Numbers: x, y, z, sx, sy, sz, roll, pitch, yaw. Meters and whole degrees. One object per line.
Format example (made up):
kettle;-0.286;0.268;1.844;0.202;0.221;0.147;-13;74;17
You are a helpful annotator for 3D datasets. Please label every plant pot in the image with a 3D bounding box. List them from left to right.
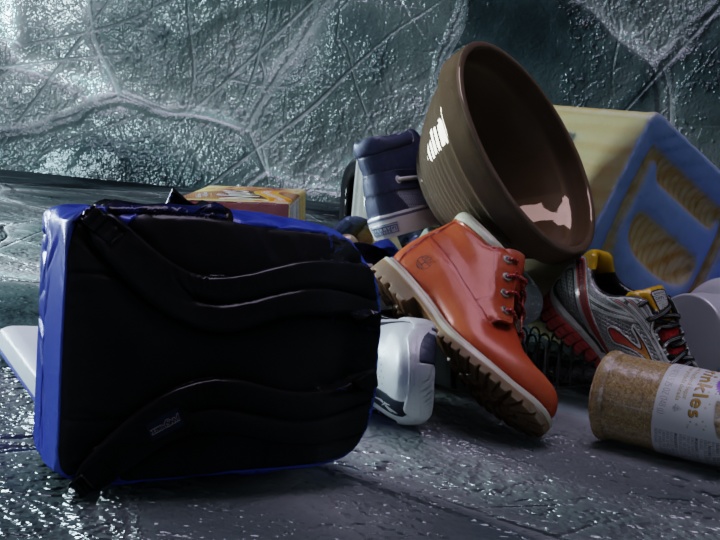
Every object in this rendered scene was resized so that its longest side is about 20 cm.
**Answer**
plant pot;0.113;-0.088;1.047;0.092;0.203;0.200;-28;-13;32

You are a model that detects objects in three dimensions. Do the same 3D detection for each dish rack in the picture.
dish rack;0.126;0.073;1.063;0.198;0.055;0.153;1;10;-38

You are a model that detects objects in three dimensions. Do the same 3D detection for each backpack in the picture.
backpack;-0.094;0.034;0.735;0.197;0.165;0.167;1;8;-23

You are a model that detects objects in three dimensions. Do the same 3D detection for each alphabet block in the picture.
alphabet block;0.237;-0.034;1.204;0.195;0.198;0.199;35;-10;-30

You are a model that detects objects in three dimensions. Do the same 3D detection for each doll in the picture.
doll;0.000;0.000;1.066;0.134;0.049;0.200;-8;10;10

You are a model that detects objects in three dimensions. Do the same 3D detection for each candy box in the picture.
candy box;-0.122;-0.055;1.265;0.113;0.056;0.200;2;8;2

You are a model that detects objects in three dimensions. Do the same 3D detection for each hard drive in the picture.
hard drive;-0.185;0.075;0.890;0.130;0.026;0.199;3;8;-26

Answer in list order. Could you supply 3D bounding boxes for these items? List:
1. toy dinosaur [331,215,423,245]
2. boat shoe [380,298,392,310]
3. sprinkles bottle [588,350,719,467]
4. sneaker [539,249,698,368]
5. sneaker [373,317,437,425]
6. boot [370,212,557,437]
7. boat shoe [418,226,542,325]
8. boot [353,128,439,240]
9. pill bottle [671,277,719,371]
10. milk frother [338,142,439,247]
toy dinosaur;0.024;-0.053;1.279;0.180;0.106;0.200;-26;-2;-25
boat shoe;0.071;0.052;1.154;0.198;0.073;0.069;8;25;-38
sprinkles bottle;0.263;0.107;0.847;0.198;0.069;0.068;10;8;32
sneaker;0.232;0.059;0.980;0.077;0.083;0.200;-1;38;-50
sneaker;-0.022;0.065;0.892;0.127;0.081;0.199;3;7;-12
boot;0.101;0.034;0.918;0.107;0.075;0.200;-34;55;-10
boat shoe;0.102;0.012;1.078;0.071;0.071;0.201;13;9;-19
boot;0.065;-0.090;1.124;0.072;0.092;0.199;-13;3;31
pill bottle;0.363;0.062;1.115;0.198;0.114;0.111;1;8;-37
milk frother;-0.009;-0.056;1.425;0.179;0.191;0.198;11;9;42
